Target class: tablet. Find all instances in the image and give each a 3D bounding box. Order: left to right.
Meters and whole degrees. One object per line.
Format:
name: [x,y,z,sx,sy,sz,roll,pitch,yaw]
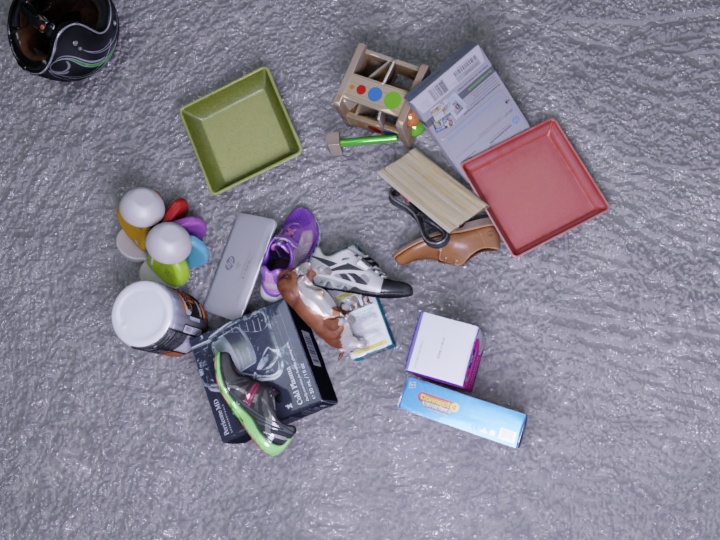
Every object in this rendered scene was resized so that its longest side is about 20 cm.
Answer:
tablet: [-0.229,-0.009,1.657,0.130,0.014,0.201,13,81,47]

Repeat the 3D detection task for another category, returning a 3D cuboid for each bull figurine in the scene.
bull figurine: [-0.061,0.068,1.523,0.200,0.121,0.065,42,50,-3]

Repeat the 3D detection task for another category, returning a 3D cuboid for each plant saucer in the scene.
plant saucer: [-0.228,-0.266,1.719,0.199,0.048,0.201,-25,76,7]
plant saucer: [0.309,-0.145,1.579,0.199,0.037,0.201,-27,75,-6]

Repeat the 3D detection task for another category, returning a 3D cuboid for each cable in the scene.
cable: [0.102,-0.116,1.583,0.097,0.050,0.201,-12,43,4]

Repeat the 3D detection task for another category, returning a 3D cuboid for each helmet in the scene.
helmet: [-0.580,-0.477,1.758,0.199,0.190,0.201,13,113,31]

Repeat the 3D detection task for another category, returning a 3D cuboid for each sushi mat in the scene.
sushi mat: [0.127,-0.146,1.577,0.096,0.012,0.200,-36,57,-18]

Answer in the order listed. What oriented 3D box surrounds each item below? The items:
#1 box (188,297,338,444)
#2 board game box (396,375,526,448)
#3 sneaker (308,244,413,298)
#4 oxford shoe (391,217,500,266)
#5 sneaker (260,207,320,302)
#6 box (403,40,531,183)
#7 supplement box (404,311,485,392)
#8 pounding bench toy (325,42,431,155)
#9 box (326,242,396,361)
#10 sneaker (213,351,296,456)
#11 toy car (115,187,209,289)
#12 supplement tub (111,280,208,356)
box: [-0.173,0.183,1.589,0.196,0.124,0.201,-24,76,8]
board game box: [0.175,0.238,1.468,0.199,0.196,0.056,17,83,13]
sneaker: [0.000,0.000,1.558,0.199,0.074,0.089,10,84,13]
oxford shoe: [0.155,-0.037,1.590,0.199,0.071,0.072,-15,82,7]
sneaker: [-0.132,-0.042,1.616,0.080,0.089,0.201,9,57,17]
box: [0.194,-0.280,1.574,0.156,0.041,0.200,-40,119,2]
supplement box: [0.147,0.141,1.490,0.103,0.200,0.102,15,84,12]
pounding bench toy: [0.040,-0.285,1.628,0.155,0.124,0.201,22,85,14]
box: [-0.008,0.058,1.614,0.082,0.049,0.201,-21,76,7]
sneaker: [-0.180,0.217,1.493,0.084,0.077,0.200,-35,79,-13]
toy car: [-0.366,-0.066,1.671,0.150,0.175,0.200,-29,71,-33]
supplement tub: [-0.356,0.091,1.601,0.122,0.200,0.123,-2,80,10]
